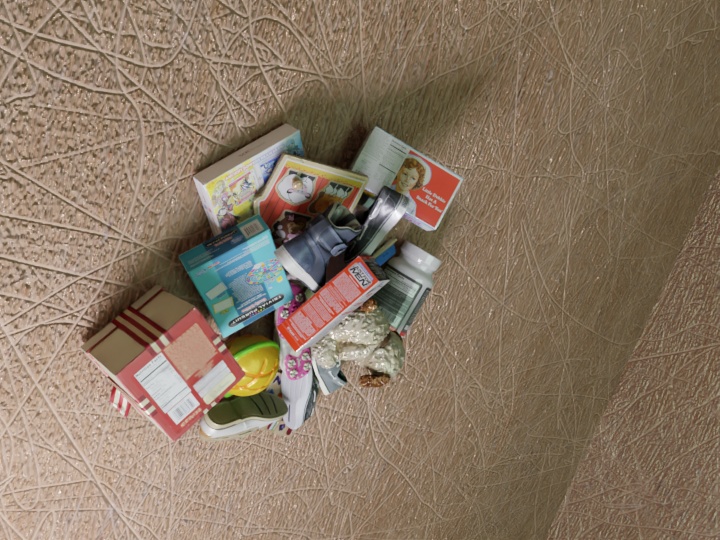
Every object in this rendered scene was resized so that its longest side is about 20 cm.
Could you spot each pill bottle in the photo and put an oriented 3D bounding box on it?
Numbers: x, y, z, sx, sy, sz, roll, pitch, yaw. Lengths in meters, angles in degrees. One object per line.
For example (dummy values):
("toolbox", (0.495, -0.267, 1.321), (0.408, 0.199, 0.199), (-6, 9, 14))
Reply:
("pill bottle", (0.091, 0.043, 1.586), (0.116, 0.116, 0.200), (27, 94, -51))

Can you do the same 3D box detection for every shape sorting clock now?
("shape sorting clock", (0.000, 0.000, 1.453), (0.200, 0.039, 0.200), (-40, 179, -1))

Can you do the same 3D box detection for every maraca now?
("maraca", (-0.217, 0.191, 1.376), (0.137, 0.107, 0.200), (-24, 156, -19))

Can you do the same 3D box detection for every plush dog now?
("plush dog", (0.024, 0.140, 1.436), (0.172, 0.160, 0.200), (49, 42, -13))

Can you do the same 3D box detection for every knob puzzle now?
("knob puzzle", (-0.097, -0.096, 1.248), (0.219, 0.030, 0.220), (-15, 134, -17))

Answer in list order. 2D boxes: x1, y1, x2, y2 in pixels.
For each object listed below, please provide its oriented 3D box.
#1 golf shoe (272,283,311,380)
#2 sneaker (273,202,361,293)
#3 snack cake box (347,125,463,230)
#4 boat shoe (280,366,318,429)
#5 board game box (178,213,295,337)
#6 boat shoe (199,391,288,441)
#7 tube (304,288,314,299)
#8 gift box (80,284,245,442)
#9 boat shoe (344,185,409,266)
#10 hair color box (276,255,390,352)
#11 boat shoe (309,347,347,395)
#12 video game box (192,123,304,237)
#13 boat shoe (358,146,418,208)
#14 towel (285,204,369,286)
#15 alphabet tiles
("golf shoe", (-0.148, 0.117, 1.415), (0.075, 0.091, 0.201), (-11, 112, -32))
("sneaker", (-0.059, -0.038, 1.256), (0.146, 0.077, 0.202), (-42, 165, -1))
("snack cake box", (0.080, -0.174, 1.364), (0.200, 0.067, 0.115), (30, 86, -9))
("boat shoe", (-0.127, 0.254, 1.536), (0.071, 0.072, 0.200), (-30, 144, -42))
("board game box", (-0.210, 0.013, 1.243), (0.151, 0.047, 0.200), (-29, 144, -12))
("boat shoe", (-0.241, 0.299, 1.452), (0.200, 0.075, 0.068), (1, 133, -44))
("tube", (-0.078, 0.111, 1.511), (0.052, 0.058, 0.200), (-21, 133, 10))
("gift box", (-0.324, 0.159, 1.167), (0.184, 0.187, 0.200), (-39, 122, -25))
("boat shoe", (0.012, -0.081, 1.327), (0.200, 0.068, 0.072), (-48, -163, 43))
("hair color box", (-0.047, 0.059, 1.296), (0.200, 0.064, 0.111), (-39, 173, 10))
("boat shoe", (-0.072, 0.198, 1.530), (0.062, 0.073, 0.200), (-18, 140, -3))
("video game box", (-0.177, -0.131, 1.242), (0.200, 0.047, 0.183), (-35, 140, -25))
("boat shoe", (0.052, -0.159, 1.444), (0.202, 0.075, 0.086), (-47, 140, -9))
("towel", (-0.063, -0.049, 1.376), (0.200, 0.032, 0.191), (-50, 146, 17))
("alphabet tiles", (-0.151, 0.270, 1.571), (0.200, 0.008, 0.167), (-57, 141, -1))
